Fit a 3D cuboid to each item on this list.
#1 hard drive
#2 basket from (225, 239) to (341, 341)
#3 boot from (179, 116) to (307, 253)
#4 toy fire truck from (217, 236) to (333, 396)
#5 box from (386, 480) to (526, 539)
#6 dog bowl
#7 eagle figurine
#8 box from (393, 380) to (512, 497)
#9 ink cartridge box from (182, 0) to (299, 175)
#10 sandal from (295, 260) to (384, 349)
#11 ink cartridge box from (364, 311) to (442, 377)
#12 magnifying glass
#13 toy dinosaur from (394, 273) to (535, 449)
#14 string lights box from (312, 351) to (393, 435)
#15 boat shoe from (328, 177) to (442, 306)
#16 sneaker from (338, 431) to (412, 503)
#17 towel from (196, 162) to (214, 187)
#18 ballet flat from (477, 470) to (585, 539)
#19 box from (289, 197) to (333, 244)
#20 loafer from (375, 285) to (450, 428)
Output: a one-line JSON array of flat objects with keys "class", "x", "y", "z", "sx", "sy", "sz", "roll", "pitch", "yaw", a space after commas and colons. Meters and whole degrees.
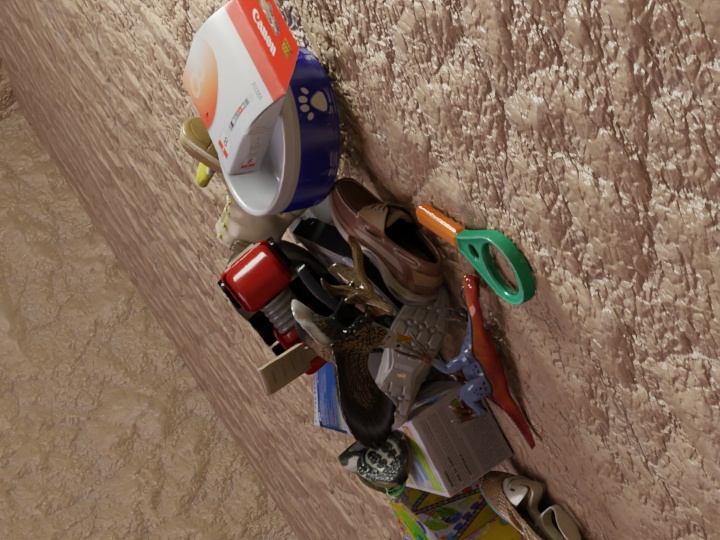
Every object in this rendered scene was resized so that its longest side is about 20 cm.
[{"class": "hard drive", "x": 0.000, "y": 0.000, "z": 1.720, "sx": 0.140, "sy": 0.038, "sz": 0.200, "roll": 45, "pitch": 172, "yaw": -26}, {"class": "basket", "x": -0.093, "y": 0.042, "z": 1.898, "sx": 0.179, "sy": 0.137, "sz": 0.200, "roll": 27, "pitch": -179, "yaw": -18}, {"class": "boot", "x": -0.171, "y": -0.106, "z": 1.785, "sx": 0.198, "sy": 0.073, "sz": 0.156, "roll": 27, "pitch": 136, "yaw": -13}, {"class": "toy fire truck", "x": -0.104, "y": 0.066, "z": 1.689, "sx": 0.177, "sy": 0.128, "sz": 0.200, "roll": 51, "pitch": 176, "yaw": -10}, {"class": "box", "x": 0.151, "y": 0.378, "z": 1.843, "sx": 0.192, "sy": 0.121, "sz": 0.202, "roll": 34, "pitch": 150, "yaw": 58}, {"class": "dog bowl", "x": -0.104, "y": -0.171, "z": 1.628, "sx": 0.199, "sy": 0.078, "sz": 0.203, "roll": 29, "pitch": 124, "yaw": 55}, {"class": "eagle figurine", "x": -0.010, "y": 0.093, "z": 1.546, "sx": 0.149, "sy": 0.152, "sz": 0.202, "roll": 22, "pitch": 129, "yaw": 7}, {"class": "box", "x": 0.099, "y": 0.216, "z": 1.753, "sx": 0.114, "sy": 0.101, "sz": 0.200, "roll": 61, "pitch": 164, "yaw": -5}, {"class": "ink cartridge box", "x": -0.141, "y": -0.235, "z": 1.545, "sx": 0.163, "sy": 0.049, "sz": 0.201, "roll": 62, "pitch": 150, "yaw": 29}, {"class": "sandal", "x": 0.001, "y": 0.049, "z": 1.722, "sx": 0.199, "sy": 0.043, "sz": 0.076, "roll": 38, "pitch": -177, "yaw": -6}, {"class": "ink cartridge box", "x": 0.040, "y": 0.108, "z": 1.822, "sx": 0.105, "sy": 0.059, "sz": 0.200, "roll": 61, "pitch": 164, "yaw": -5}, {"class": "magnifying glass", "x": 0.120, "y": -0.025, "z": 1.429, "sx": 0.200, "sy": 0.022, "sz": 0.080, "roll": 41, "pitch": 155, "yaw": 51}, {"class": "toy dinosaur", "x": 0.142, "y": 0.089, "z": 1.528, "sx": 0.197, "sy": 0.106, "sz": 0.182, "roll": 21, "pitch": 143, "yaw": 1}, {"class": "string lights box", "x": -0.016, "y": 0.161, "z": 1.794, "sx": 0.200, "sy": 0.058, "sz": 0.105, "roll": 173, "pitch": 93, "yaw": -74}, {"class": "boat shoe", "x": 0.035, "y": -0.048, "z": 1.573, "sx": 0.200, "sy": 0.075, "sz": 0.072, "roll": 48, "pitch": 135, "yaw": 28}, {"class": "sneaker", "x": 0.039, "y": 0.261, "z": 1.732, "sx": 0.089, "sy": 0.077, "sz": 0.200, "roll": 50, "pitch": 170, "yaw": -9}, {"class": "towel", "x": -0.194, "y": -0.206, "z": 1.887, "sx": 0.022, "sy": 0.146, "sz": 0.200, "roll": 19, "pitch": 164, "yaw": -11}, {"class": "ballet flat", "x": 0.219, "y": 0.298, "z": 1.633, "sx": 0.200, "sy": 0.070, "sz": 0.066, "roll": 45, "pitch": 132, "yaw": 35}, {"class": "box", "x": -0.106, "y": -0.142, "z": 1.868, "sx": 0.202, "sy": 0.041, "sz": 0.156, "roll": 60, "pitch": 163, "yaw": -2}, {"class": "loafer", "x": 0.059, "y": 0.097, "z": 1.636, "sx": 0.070, "sy": 0.069, "sz": 0.202, "roll": -77, "pitch": 9, "yaw": -64}]
